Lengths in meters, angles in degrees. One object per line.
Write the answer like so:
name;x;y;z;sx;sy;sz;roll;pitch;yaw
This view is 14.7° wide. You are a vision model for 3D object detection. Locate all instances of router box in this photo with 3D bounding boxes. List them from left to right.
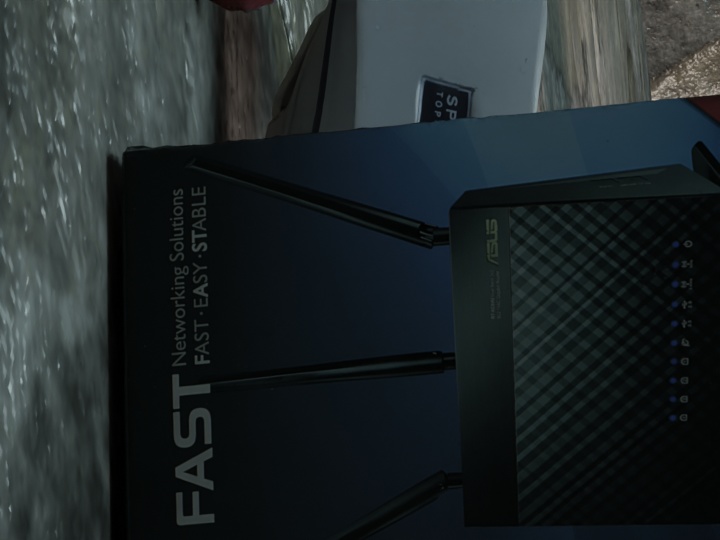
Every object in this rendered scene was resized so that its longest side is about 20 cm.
router box;0.032;0.068;0.554;0.062;0.149;0.201;61;24;-69

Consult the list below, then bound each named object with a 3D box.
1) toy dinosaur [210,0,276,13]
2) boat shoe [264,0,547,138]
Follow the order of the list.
toy dinosaur;-0.008;-0.198;0.694;0.182;0.105;0.200;58;32;-24
boat shoe;0.000;0.000;0.690;0.066;0.072;0.200;134;-34;-57
